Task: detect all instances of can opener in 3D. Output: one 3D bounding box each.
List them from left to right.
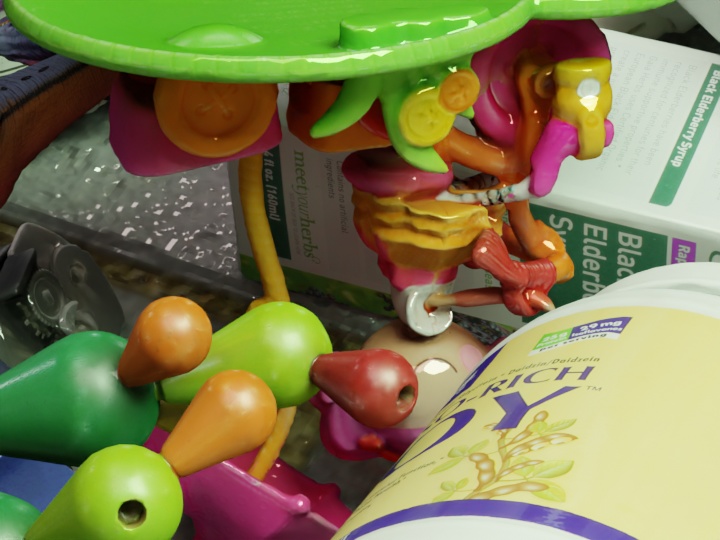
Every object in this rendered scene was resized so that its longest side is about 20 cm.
[{"bbox_3d":[-0.127,0.069,0.821,0.067,0.053,0.200,-17,38,35],"label":"can opener"}]

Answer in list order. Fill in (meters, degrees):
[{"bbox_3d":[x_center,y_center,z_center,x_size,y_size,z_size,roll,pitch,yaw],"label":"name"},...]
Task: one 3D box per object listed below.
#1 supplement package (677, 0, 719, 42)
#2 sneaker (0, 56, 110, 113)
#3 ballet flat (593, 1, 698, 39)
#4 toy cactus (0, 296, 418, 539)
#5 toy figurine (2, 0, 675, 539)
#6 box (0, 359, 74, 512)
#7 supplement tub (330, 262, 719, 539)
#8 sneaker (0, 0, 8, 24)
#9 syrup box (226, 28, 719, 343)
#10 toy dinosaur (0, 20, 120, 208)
[{"bbox_3d":[0.132,-0.184,0.856,0.110,0.156,0.200,-17,44,-20],"label":"supplement package"},{"bbox_3d":[-0.094,-0.081,0.933,0.199,0.072,0.073,-8,82,11],"label":"sneaker"},{"bbox_3d":[0.069,-0.106,0.956,0.199,0.076,0.064,3,78,14],"label":"ballet flat"},{"bbox_3d":[-0.096,0.063,0.650,0.200,0.102,0.165,-46,51,-12],"label":"toy cactus"},{"bbox_3d":[0.000,0.000,0.777,0.199,0.185,0.150,-7,23,-15],"label":"toy figurine"},{"bbox_3d":[-0.185,0.037,0.773,0.200,0.032,0.121,37,58,22],"label":"box"},{"bbox_3d":[0.067,0.091,0.676,0.145,0.146,0.200,15,27,18],"label":"supplement tub"},{"bbox_3d":[-0.163,-0.096,0.854,0.200,0.114,0.073,-39,76,3],"label":"sneaker"},{"bbox_3d":[0.062,-0.027,0.861,0.199,0.079,0.082,16,51,18],"label":"syrup box"},{"bbox_3d":[-0.139,-0.020,0.778,0.181,0.201,0.105,-13,0,-30],"label":"toy dinosaur"}]
